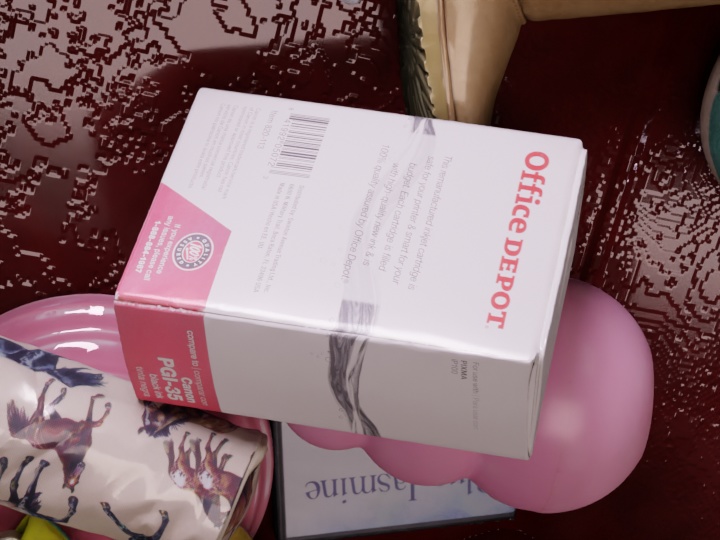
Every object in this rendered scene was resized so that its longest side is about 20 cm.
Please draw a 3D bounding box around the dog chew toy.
[{"bbox_3d":[0.049,0.060,0.961,0.199,0.125,0.125,5,111,-5],"label":"dog chew toy"}]

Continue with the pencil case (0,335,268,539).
[{"bbox_3d":[-0.150,0.089,0.906,0.199,0.078,0.090,20,116,-8],"label":"pencil case"}]

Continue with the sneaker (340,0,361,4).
[{"bbox_3d":[-0.045,-0.234,0.862,0.145,0.077,0.203,9,111,-17],"label":"sneaker"}]

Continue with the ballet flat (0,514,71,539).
[{"bbox_3d":[-0.235,0.184,0.933,0.199,0.067,0.067,-27,105,-10],"label":"ballet flat"}]

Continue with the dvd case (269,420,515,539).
[{"bbox_3d":[0.018,0.056,1.024,0.142,0.018,0.201,-6,113,-9],"label":"dvd case"}]

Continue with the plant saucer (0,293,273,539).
[{"bbox_3d":[-0.145,0.113,0.991,0.199,0.051,0.202,-2,114,-5],"label":"plant saucer"}]

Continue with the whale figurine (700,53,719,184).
[{"bbox_3d":[0.283,-0.070,0.977,0.199,0.104,0.160,15,108,-16],"label":"whale figurine"}]

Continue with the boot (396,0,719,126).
[{"bbox_3d":[0.120,-0.136,0.941,0.199,0.066,0.176,-10,114,-8],"label":"boot"}]

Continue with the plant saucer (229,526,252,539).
[{"bbox_3d":[-0.114,0.248,1.021,0.199,0.049,0.200,-25,131,6],"label":"plant saucer"}]

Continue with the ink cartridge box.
[{"bbox_3d":[0.000,0.000,0.886,0.199,0.147,0.083,9,139,11],"label":"ink cartridge box"}]
